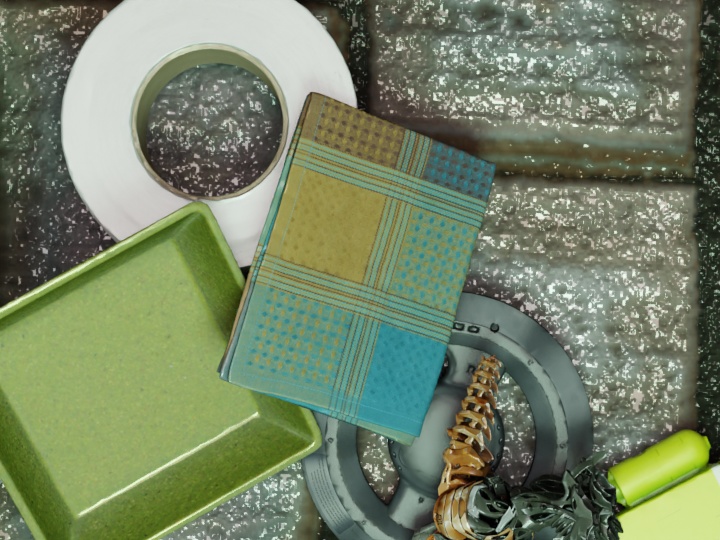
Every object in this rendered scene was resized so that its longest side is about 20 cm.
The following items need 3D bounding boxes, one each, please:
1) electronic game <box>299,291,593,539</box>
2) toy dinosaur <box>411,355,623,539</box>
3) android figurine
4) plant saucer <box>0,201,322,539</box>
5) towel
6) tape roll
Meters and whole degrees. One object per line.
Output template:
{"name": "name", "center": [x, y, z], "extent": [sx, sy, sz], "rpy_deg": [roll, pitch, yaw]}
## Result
{"name": "electronic game", "center": [0.058, 0.113, 1.607], "extent": [0.199, 0.042, 0.201], "rpy_deg": [0, 95, 0]}
{"name": "toy dinosaur", "center": [0.093, 0.164, 1.548], "extent": [0.135, 0.102, 0.201], "rpy_deg": [-3, 117, 18]}
{"name": "android figurine", "center": [0.241, 0.197, 1.601], "extent": [0.199, 0.041, 0.183], "rpy_deg": [-29, 86, 1]}
{"name": "plant saucer", "center": [-0.153, 0.075, 1.555], "extent": [0.199, 0.048, 0.200], "rpy_deg": [-29, 115, -8]}
{"name": "towel", "center": [0.000, 0.000, 1.555], "extent": [0.146, 0.022, 0.201], "rpy_deg": [21, 77, -19]}
{"name": "tape roll", "center": [-0.100, -0.095, 1.607], "extent": [0.201, 0.071, 0.204], "rpy_deg": [0, 87, 0]}
